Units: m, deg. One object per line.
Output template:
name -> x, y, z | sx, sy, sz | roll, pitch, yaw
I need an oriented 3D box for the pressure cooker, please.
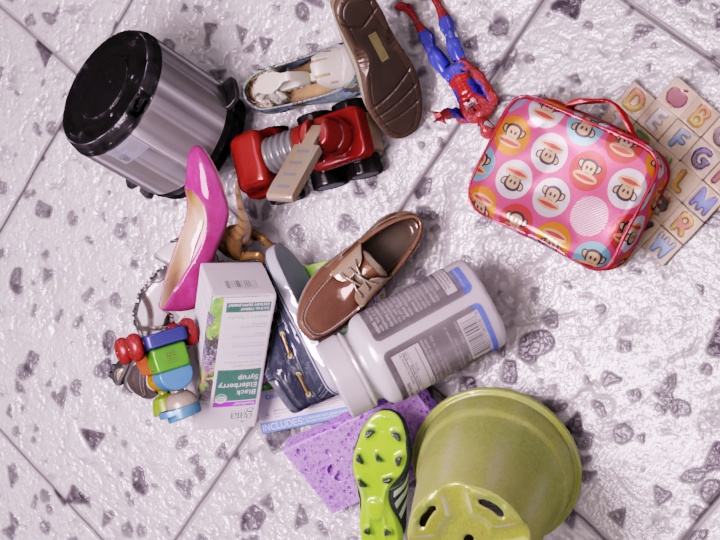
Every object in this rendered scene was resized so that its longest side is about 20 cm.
pressure cooker -> -0.254, -0.186, 1.518 | 0.176, 0.200, 0.179 | 11, 76, 46

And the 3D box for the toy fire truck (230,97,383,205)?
toy fire truck -> -0.083, -0.130, 1.427 | 0.176, 0.200, 0.129 | -15, 85, 25

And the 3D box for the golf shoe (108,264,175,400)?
golf shoe -> -0.260, 0.084, 1.594 | 0.094, 0.078, 0.200 | 31, 115, 19

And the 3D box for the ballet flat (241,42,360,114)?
ballet flat -> -0.061, -0.239, 1.487 | 0.199, 0.074, 0.074 | -17, 84, 25

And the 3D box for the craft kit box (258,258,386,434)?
craft kit box -> -0.054, 0.092, 1.508 | 0.199, 0.048, 0.198 | -13, 88, 26

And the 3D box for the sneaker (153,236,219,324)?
sneaker -> -0.214, 0.054, 1.538 | 0.074, 0.088, 0.201 | 3, 111, 66

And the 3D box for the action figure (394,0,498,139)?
action figure -> 0.098, -0.241, 1.396 | 0.065, 0.099, 0.200 | -32, 81, 23

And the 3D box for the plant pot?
plant pot -> 0.135, 0.255, 1.314 | 0.200, 0.184, 0.201 | 4, 107, 15

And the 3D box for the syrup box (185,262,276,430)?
syrup box -> -0.161, 0.094, 1.460 | 0.081, 0.078, 0.201 | -121, 36, -53

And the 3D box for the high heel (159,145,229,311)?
high heel -> -0.212, -0.048, 1.449 | 0.067, 0.096, 0.201 | 35, 135, 50

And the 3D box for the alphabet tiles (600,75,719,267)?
alphabet tiles -> 0.323, -0.109, 1.338 | 0.166, 0.006, 0.200 | 46, 110, 18

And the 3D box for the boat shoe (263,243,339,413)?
boat shoe -> -0.091, 0.073, 1.463 | 0.091, 0.071, 0.201 | -29, 80, 22

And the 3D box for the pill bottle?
pill bottle -> 0.056, 0.081, 1.374 | 0.200, 0.114, 0.114 | -28, 79, -4

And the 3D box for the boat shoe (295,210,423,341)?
boat shoe -> 0.000, 0.000, 1.412 | 0.076, 0.072, 0.200 | 42, 76, -4

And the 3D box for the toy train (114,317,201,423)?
toy train -> -0.253, 0.130, 1.487 | 0.200, 0.084, 0.116 | -18, 87, 66

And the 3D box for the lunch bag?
lunch bag -> 0.235, -0.111, 1.332 | 0.200, 0.082, 0.177 | 31, 104, 23

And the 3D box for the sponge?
sponge -> 0.017, 0.217, 1.457 | 0.200, 0.030, 0.112 | -27, 110, 24

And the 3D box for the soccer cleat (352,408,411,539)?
soccer cleat -> 0.028, 0.245, 1.410 | 0.067, 0.081, 0.201 | 6, 113, 11

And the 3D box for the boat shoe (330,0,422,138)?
boat shoe -> 0.018, -0.253, 1.422 | 0.071, 0.076, 0.200 | -25, 121, -6

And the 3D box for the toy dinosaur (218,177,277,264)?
toy dinosaur -> -0.152, -0.040, 1.496 | 0.106, 0.200, 0.061 | 30, 68, -15
